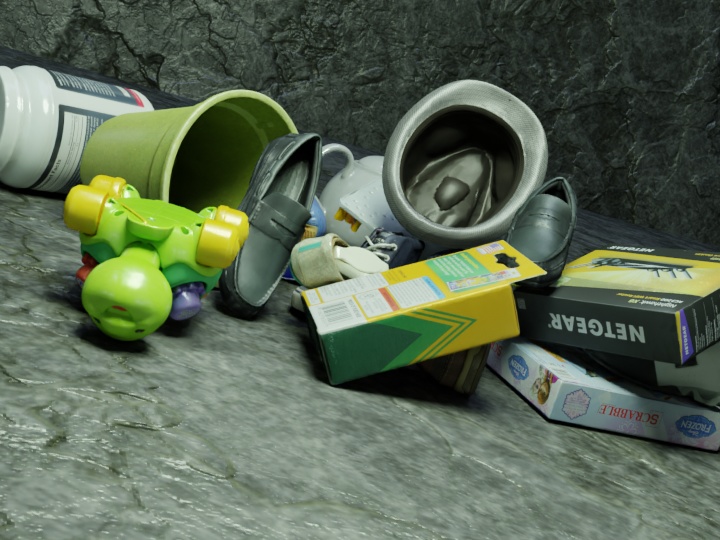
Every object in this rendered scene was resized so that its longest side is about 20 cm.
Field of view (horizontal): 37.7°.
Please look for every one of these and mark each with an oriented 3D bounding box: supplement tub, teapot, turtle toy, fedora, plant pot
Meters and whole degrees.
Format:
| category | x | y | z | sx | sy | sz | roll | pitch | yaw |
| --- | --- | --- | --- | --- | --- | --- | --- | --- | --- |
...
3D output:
| category | x | y | z | sx | sy | sz | roll | pitch | yaw |
| --- | --- | --- | --- | --- | --- | --- | --- | --- | --- |
| supplement tub | -0.353 | -0.161 | 1.246 | 0.199 | 0.141 | 0.140 | 7 | 15 | -45 |
| teapot | 0.030 | -0.107 | 1.561 | 0.196 | 0.147 | 0.200 | 19 | 12 | 13 |
| turtle toy | -0.176 | -0.007 | 0.869 | 0.145 | 0.102 | 0.200 | 15 | 12 | -3 |
| fedora | 0.114 | -0.107 | 1.209 | 0.176 | 0.201 | 0.090 | 27 | -17 | 6 |
| plant pot | -0.190 | -0.094 | 1.114 | 0.184 | 0.202 | 0.200 | 11 | 5 | 38 |

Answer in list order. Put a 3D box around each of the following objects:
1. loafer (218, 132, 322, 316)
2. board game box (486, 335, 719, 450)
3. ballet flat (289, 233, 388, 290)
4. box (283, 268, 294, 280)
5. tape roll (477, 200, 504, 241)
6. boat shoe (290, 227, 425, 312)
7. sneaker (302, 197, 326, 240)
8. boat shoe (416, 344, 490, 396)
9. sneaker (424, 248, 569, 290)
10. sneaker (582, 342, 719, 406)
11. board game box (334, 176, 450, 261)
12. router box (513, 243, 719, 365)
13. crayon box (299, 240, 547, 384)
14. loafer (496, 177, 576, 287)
| category | x | y | z | sx | sy | sz | roll | pitch | yaw |
| --- | --- | --- | --- | --- | --- | --- | --- | --- | --- |
| loafer | -0.084 | -0.051 | 1.017 | 0.068 | 0.201 | 0.070 | 34 | -34 | -29 |
| board game box | 0.235 | 0.111 | 1.079 | 0.199 | 0.041 | 0.200 | 13 | 12 | -20 |
| ballet flat | 0.015 | 0.019 | 1.033 | 0.062 | 0.068 | 0.200 | -25 | -34 | 34 |
| box | -0.088 | -0.028 | 1.269 | 0.119 | 0.042 | 0.200 | 8 | 12 | -40 |
| tape roll | 0.157 | -0.084 | 1.353 | 0.202 | 0.071 | 0.203 | 26 | 27 | -15 |
| boat shoe | 0.000 | 0.000 | 1.120 | 0.074 | 0.093 | 0.200 | 20 | 10 | 26 |
| sneaker | -0.086 | -0.078 | 1.227 | 0.088 | 0.076 | 0.200 | 7 | 15 | -39 |
| boat shoe | 0.082 | 0.058 | 1.024 | 0.067 | 0.072 | 0.200 | 19 | 13 | -2 |
| sneaker | 0.162 | 0.030 | 1.174 | 0.199 | 0.074 | 0.082 | 11 | -24 | 3 |
| sneaker | 0.321 | 0.078 | 1.034 | 0.199 | 0.089 | 0.074 | 16 | 14 | 5 |
| board game box | 0.082 | -0.039 | 1.298 | 0.200 | 0.026 | 0.200 | 38 | 26 | 8 |
| router box | 0.274 | 0.027 | 1.031 | 0.157 | 0.053 | 0.200 | -23 | 18 | -34 |
| crayon box | 0.055 | 0.034 | 0.932 | 0.199 | 0.052 | 0.126 | -15 | 17 | -6 |
| loafer | 0.180 | -0.041 | 1.066 | 0.068 | 0.071 | 0.201 | 12 | 25 | 15 |
